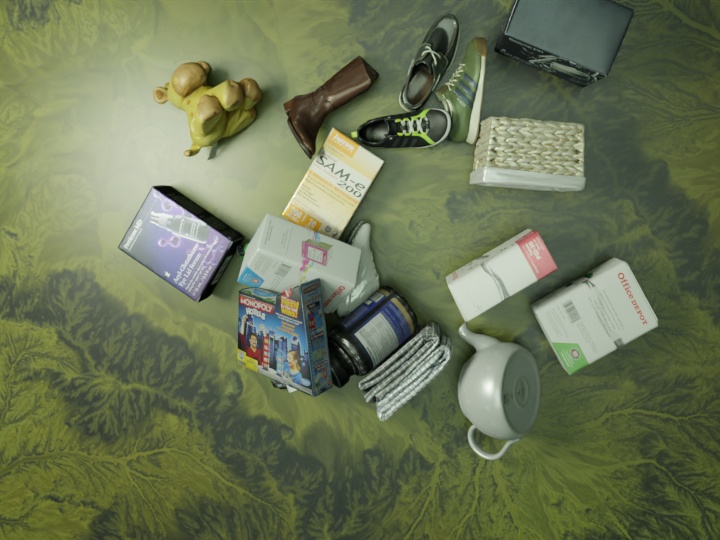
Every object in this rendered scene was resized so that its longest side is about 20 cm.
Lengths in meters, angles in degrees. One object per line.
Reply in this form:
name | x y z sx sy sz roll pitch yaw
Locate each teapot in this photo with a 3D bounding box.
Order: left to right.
teapot | 0.257 0.240 1.489 0.144 0.202 0.198 -5 138 40

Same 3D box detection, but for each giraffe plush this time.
giraffe plush | -0.312 -0.339 1.481 0.163 0.172 0.200 52 132 8

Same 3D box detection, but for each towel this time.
towel | 0.090 0.189 1.487 0.199 0.166 0.086 -41 90 6

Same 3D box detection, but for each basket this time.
basket | 0.316 -0.219 1.428 0.196 0.136 0.126 3 94 -3

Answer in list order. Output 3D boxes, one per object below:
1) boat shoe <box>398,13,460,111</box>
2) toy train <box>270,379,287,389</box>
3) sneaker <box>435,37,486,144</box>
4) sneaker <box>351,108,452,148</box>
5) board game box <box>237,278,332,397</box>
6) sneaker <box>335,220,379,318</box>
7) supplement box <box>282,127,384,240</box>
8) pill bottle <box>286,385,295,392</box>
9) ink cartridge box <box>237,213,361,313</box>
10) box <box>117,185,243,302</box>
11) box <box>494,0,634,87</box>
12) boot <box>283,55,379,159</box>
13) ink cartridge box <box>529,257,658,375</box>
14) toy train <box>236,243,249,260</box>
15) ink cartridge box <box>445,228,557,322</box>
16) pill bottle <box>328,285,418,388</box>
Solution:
boat shoe | 0.138 -0.404 1.464 0.071 0.068 0.203 28 96 2
toy train | -0.092 0.216 1.569 0.196 0.034 0.047 -11 99 6
sneaker | 0.191 -0.351 1.463 0.088 0.067 0.205 5 100 -1
sneaker | 0.078 -0.267 1.454 0.196 0.083 0.073 -6 98 22
board game box | -0.137 0.102 1.394 0.197 0.061 0.204 17 111 33
sneaker | 0.000 0.000 1.528 0.085 0.075 0.204 8 104 -8
supplement box | -0.052 -0.164 1.502 0.125 0.074 0.202 31 98 0
pill bottle | -0.141 0.134 1.510 0.111 0.112 0.203 -23 84 7
ink cartridge box | -0.114 -0.008 1.421 0.197 0.145 0.086 21 59 -16
box | -0.361 -0.057 1.524 0.198 0.104 0.149 32 99 0
box | 0.364 -0.436 1.376 0.197 0.197 0.126 22 98 2
boot | -0.045 -0.320 1.447 0.197 0.188 0.064 -27 138 7
ink cartridge box | 0.458 0.087 1.485 0.198 0.084 0.148 -29 94 7
toy train | -0.165 -0.045 1.498 0.197 0.056 0.043 -8 65 31
ink cartridge box | 0.268 0.007 1.459 0.198 0.147 0.084 -30 93 7
pill bottle | 0.008 0.131 1.462 0.199 0.112 0.113 -38 93 -17
